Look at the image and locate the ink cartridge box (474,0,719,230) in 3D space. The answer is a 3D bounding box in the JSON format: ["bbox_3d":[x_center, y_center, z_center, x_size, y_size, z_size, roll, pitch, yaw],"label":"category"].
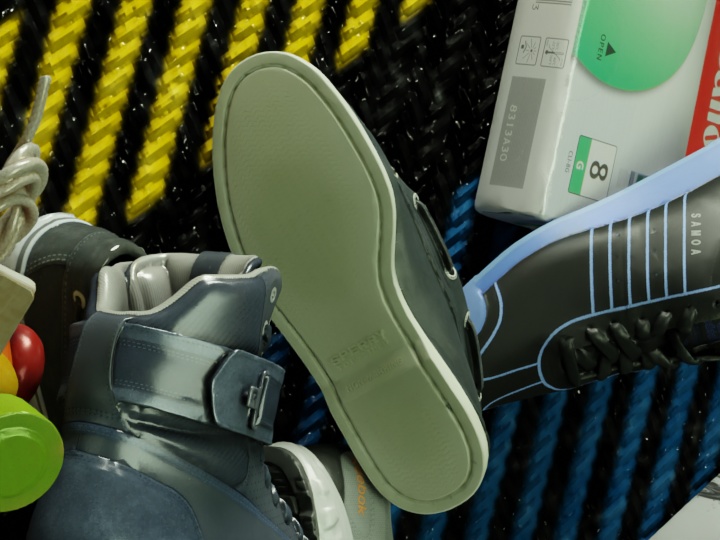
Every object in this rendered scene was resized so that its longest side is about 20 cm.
[{"bbox_3d":[0.147,-0.084,1.335,0.200,0.050,0.161,14,87,-42],"label":"ink cartridge box"}]

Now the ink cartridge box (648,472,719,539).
[{"bbox_3d":[0.207,0.175,1.403,0.200,0.084,0.145,-39,120,-34],"label":"ink cartridge box"}]

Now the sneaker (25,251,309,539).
[{"bbox_3d":[-0.043,0.073,1.076,0.202,0.077,0.147,30,63,-56],"label":"sneaker"}]

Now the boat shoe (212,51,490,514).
[{"bbox_3d":[0.002,-0.001,1.193,0.200,0.074,0.066,61,20,-6],"label":"boat shoe"}]

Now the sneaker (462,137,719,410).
[{"bbox_3d":[0.123,0.013,1.255,0.200,0.078,0.070,-32,141,-6],"label":"sneaker"}]

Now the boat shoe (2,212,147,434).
[{"bbox_3d":[-0.088,0.073,1.125,0.069,0.057,0.200,-35,119,-35],"label":"boat shoe"}]

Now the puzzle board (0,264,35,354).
[{"bbox_3d":[-0.219,0.052,0.935,0.151,0.017,0.200,29,102,-16],"label":"puzzle board"}]

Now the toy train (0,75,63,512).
[{"bbox_3d":[-0.134,0.039,0.996,0.085,0.116,0.200,20,102,-33],"label":"toy train"}]

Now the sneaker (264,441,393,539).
[{"bbox_3d":[-0.012,0.168,1.204,0.079,0.074,0.201,-8,102,-48],"label":"sneaker"}]
